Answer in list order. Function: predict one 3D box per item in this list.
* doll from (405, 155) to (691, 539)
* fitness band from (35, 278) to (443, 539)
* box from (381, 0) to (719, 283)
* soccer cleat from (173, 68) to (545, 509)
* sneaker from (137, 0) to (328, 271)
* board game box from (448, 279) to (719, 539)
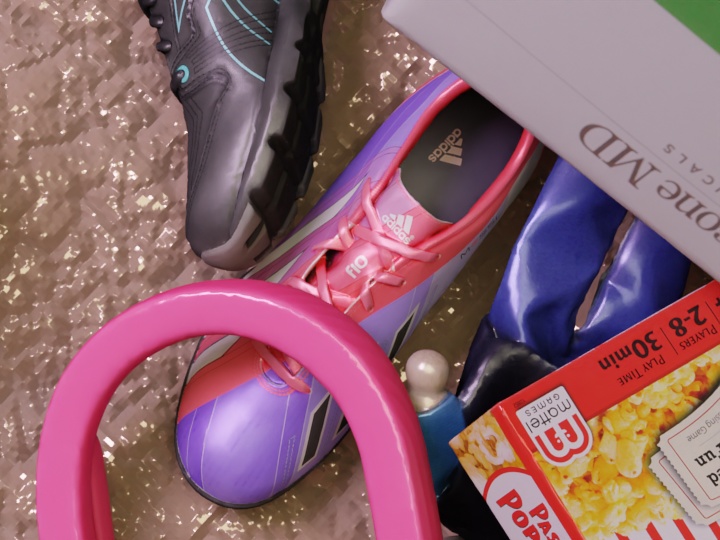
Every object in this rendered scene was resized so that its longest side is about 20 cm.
[{"bbox_3d":[0.074,0.046,1.099,0.136,0.048,0.200,26,88,-31],"label":"doll"},{"bbox_3d":[-0.042,0.102,1.064,0.143,0.037,0.200,-8,96,17],"label":"fitness band"},{"bbox_3d":[0.150,-0.131,1.021,0.199,0.171,0.200,37,45,-15],"label":"box"},{"bbox_3d":[0.000,0.000,1.095,0.068,0.073,0.200,39,81,0],"label":"soccer cleat"},{"bbox_3d":[-0.049,-0.095,1.109,0.079,0.075,0.200,6,70,7],"label":"sneaker"},{"bbox_3d":[0.147,0.106,1.042,0.151,0.046,0.200,-28,82,-30],"label":"board game box"}]
